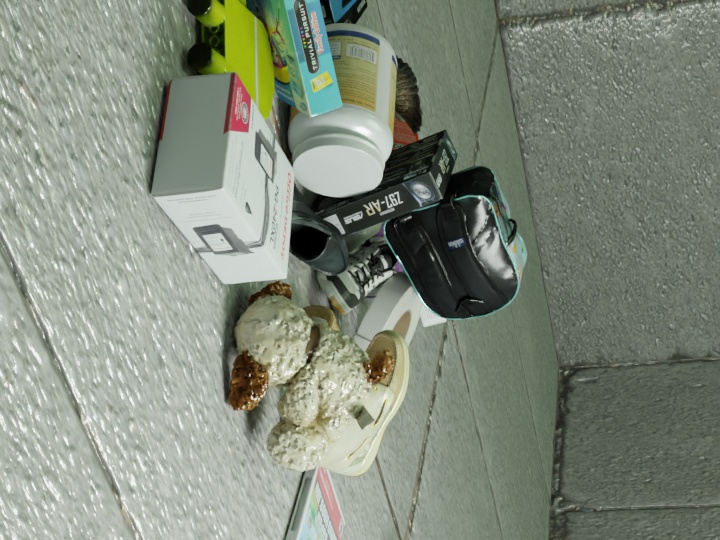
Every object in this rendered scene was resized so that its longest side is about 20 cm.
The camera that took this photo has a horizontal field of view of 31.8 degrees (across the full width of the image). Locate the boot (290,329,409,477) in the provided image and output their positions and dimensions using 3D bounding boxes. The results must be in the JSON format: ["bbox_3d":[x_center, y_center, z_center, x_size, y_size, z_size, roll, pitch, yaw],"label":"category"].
[{"bbox_3d":[-0.019,0.166,1.616,0.154,0.072,0.202,17,95,-55],"label":"boot"}]

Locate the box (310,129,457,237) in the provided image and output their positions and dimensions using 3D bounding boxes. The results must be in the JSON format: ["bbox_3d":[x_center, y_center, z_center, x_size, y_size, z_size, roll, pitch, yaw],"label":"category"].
[{"bbox_3d":[0.030,-0.117,1.771,0.044,0.198,0.161,62,22,-20],"label":"box"}]

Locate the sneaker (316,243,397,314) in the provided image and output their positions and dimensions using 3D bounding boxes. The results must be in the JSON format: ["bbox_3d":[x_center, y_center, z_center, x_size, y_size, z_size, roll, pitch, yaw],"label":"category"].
[{"bbox_3d":[0.000,0.000,1.807,0.076,0.087,0.200,58,18,-6],"label":"sneaker"}]

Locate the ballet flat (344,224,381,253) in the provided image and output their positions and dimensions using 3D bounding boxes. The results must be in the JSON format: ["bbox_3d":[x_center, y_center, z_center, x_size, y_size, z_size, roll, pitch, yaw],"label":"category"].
[{"bbox_3d":[0.007,-0.087,1.935,0.200,0.069,0.070,-68,149,-58],"label":"ballet flat"}]

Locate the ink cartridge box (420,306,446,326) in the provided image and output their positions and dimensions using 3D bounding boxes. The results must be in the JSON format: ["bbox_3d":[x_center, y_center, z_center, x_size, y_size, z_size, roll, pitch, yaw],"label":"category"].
[{"bbox_3d":[0.096,-0.035,2.082,0.176,0.044,0.202,-85,159,-67],"label":"ink cartridge box"}]

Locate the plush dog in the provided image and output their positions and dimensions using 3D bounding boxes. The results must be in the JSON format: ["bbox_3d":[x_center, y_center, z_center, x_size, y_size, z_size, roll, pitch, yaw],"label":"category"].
[{"bbox_3d":[-0.071,0.103,1.461,0.171,0.160,0.201,33,44,-24],"label":"plush dog"}]

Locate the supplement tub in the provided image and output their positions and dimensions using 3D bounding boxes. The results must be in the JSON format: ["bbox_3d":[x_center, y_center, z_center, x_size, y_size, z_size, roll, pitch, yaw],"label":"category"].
[{"bbox_3d":[-0.024,-0.216,1.713,0.145,0.143,0.202,61,28,-56],"label":"supplement tub"}]

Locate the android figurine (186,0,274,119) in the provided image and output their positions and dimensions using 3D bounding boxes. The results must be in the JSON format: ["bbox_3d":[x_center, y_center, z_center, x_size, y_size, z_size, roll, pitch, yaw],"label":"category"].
[{"bbox_3d":[-0.148,-0.245,1.468,0.200,0.041,0.184,28,58,-71],"label":"android figurine"}]

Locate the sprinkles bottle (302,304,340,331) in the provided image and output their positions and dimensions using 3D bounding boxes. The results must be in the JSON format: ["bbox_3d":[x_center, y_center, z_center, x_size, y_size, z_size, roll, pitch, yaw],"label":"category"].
[{"bbox_3d":[-0.039,0.132,1.692,0.201,0.068,0.069,68,23,-46],"label":"sprinkles bottle"}]

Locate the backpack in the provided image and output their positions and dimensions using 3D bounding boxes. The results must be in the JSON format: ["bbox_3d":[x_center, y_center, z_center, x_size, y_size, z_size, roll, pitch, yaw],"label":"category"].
[{"bbox_3d":[0.143,-0.038,1.798,0.201,0.174,0.154,64,23,-20],"label":"backpack"}]

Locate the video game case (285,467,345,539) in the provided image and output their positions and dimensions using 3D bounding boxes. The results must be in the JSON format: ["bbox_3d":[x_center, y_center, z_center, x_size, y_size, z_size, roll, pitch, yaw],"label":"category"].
[{"bbox_3d":[-0.060,0.353,1.641,0.201,0.017,0.144,-74,154,-53],"label":"video game case"}]

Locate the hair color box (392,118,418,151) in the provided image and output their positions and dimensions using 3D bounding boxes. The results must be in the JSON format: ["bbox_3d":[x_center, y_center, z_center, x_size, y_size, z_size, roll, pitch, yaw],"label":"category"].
[{"bbox_3d":[0.046,-0.183,1.966,0.201,0.061,0.102,-94,-160,-58],"label":"hair color box"}]

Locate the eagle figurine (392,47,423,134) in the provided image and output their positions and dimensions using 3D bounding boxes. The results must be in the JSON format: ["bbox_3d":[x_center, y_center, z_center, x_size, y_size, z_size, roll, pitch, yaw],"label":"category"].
[{"bbox_3d":[0.024,-0.257,1.866,0.200,0.149,0.153,-76,177,-61],"label":"eagle figurine"}]

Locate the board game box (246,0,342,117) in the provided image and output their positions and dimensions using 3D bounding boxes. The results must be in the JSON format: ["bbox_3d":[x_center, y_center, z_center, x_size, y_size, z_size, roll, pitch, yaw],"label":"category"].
[{"bbox_3d":[-0.092,-0.302,1.534,0.151,0.047,0.202,37,-35,58],"label":"board game box"}]

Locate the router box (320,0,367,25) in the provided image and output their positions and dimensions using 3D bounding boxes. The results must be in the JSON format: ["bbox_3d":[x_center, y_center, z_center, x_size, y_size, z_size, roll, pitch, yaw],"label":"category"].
[{"bbox_3d":[-0.046,-0.429,1.871,0.200,0.051,0.150,-67,147,-59],"label":"router box"}]

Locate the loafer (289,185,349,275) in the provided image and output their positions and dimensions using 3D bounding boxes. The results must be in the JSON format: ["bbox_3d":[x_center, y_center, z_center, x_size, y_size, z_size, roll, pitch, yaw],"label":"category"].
[{"bbox_3d":[-0.067,-0.038,1.627,0.201,0.068,0.071,49,21,-55],"label":"loafer"}]

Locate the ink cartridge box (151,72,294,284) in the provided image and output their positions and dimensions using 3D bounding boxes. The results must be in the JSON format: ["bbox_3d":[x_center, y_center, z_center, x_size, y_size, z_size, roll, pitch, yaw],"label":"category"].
[{"bbox_3d":[-0.141,-0.094,1.363,0.200,0.083,0.147,58,30,-58],"label":"ink cartridge box"}]

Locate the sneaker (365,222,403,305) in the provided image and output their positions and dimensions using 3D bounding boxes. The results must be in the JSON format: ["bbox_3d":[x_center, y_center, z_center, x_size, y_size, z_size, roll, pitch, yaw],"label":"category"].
[{"bbox_3d":[0.032,-0.020,2.013,0.201,0.072,0.115,-83,160,-70],"label":"sneaker"}]

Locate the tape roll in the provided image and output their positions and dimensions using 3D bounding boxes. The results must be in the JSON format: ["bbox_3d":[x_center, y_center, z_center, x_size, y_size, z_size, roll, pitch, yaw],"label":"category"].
[{"bbox_3d":[0.035,0.100,1.865,0.204,0.037,0.203,-57,163,-28],"label":"tape roll"}]
